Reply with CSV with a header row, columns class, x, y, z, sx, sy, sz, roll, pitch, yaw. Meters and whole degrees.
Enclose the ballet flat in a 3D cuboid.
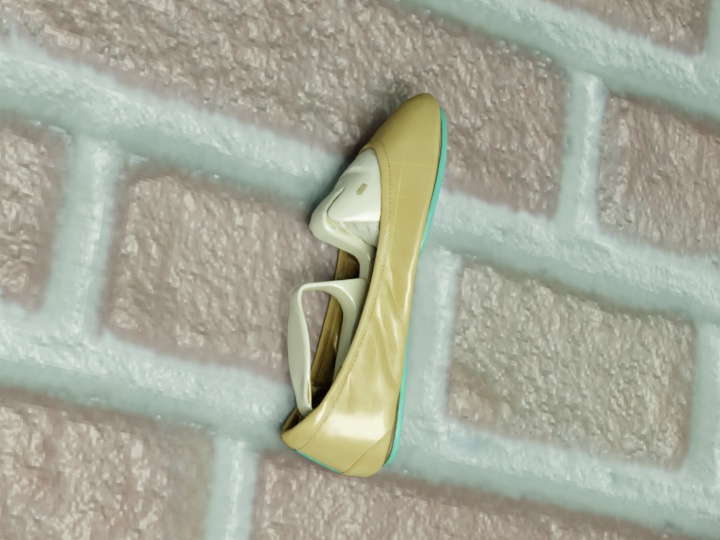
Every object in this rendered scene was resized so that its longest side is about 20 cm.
class,x,y,z,sx,sy,sz,roll,pitch,yaw
ballet flat,0.000,0.000,1.053,0.063,0.069,0.202,14,74,-19
